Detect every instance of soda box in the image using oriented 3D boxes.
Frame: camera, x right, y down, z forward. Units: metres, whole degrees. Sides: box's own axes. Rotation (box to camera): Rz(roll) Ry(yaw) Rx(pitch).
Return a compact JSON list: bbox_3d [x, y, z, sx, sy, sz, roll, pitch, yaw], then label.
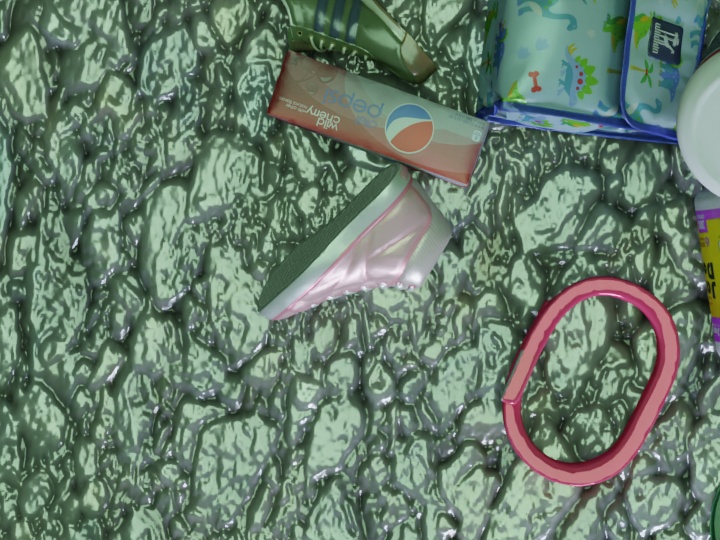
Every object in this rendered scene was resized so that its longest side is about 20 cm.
[{"bbox_3d":[0.017,-0.139,1.392,0.198,0.070,0.064,20,93,3],"label":"soda box"}]

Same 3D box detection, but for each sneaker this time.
[{"bbox_3d":[0.000,0.000,1.395,0.200,0.076,0.105,-41,111,18],"label":"sneaker"},{"bbox_3d":[-0.026,-0.228,1.395,0.090,0.067,0.200,-44,83,4],"label":"sneaker"}]

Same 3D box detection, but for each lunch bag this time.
[{"bbox_3d":[0.216,-0.209,1.356,0.198,0.127,0.172,8,90,-10],"label":"lunch bag"}]

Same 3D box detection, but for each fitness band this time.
[{"bbox_3d":[0.215,0.103,1.407,0.143,0.037,0.201,26,94,0],"label":"fitness band"}]

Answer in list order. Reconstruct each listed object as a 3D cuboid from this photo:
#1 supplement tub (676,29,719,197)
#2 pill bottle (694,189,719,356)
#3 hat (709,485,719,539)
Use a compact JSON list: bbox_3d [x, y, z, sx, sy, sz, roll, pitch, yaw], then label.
[{"bbox_3d":[0.355,-0.149,1.288,0.139,0.200,0.142,9,117,19],"label":"supplement tub"},{"bbox_3d":[0.367,0.020,1.357,0.103,0.104,0.202,-9,91,4],"label":"pill bottle"},{"bbox_3d":[0.419,0.234,1.324,0.199,0.176,0.166,-36,89,4],"label":"hat"}]
